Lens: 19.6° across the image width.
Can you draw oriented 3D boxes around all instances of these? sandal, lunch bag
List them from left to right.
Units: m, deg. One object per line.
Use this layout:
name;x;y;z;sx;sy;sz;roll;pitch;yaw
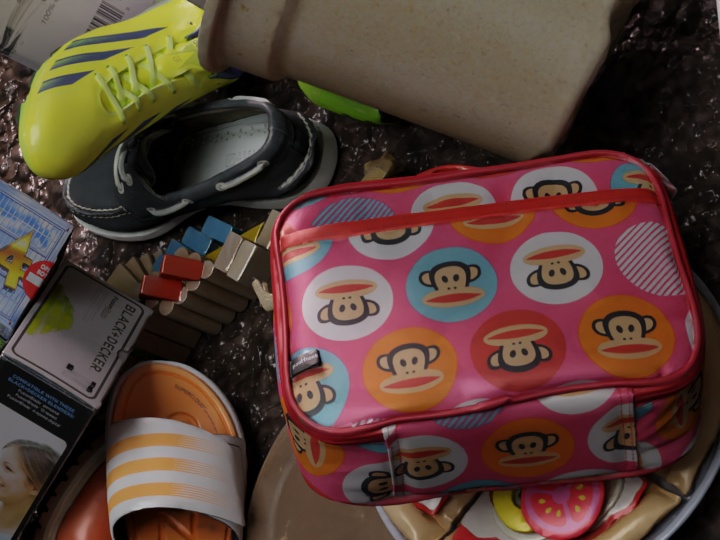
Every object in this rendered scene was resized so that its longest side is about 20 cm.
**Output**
sandal;-0.096;0.144;1.120;0.079;0.059;0.208;-1;71;-8
lunch bag;0.058;0.016;0.990;0.199;0.082;0.177;-8;49;1

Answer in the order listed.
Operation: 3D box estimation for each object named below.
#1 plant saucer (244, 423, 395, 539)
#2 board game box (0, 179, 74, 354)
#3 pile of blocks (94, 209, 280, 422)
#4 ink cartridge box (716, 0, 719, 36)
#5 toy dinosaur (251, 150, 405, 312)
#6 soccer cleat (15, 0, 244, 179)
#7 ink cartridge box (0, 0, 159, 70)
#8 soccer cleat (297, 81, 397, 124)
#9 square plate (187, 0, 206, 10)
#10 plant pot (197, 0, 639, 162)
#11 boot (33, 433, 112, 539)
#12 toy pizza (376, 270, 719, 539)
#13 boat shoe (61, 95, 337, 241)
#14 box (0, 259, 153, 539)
plant saucer;0.013;0.135;1.095;0.199;0.029;0.201;-14;65;33
board game box;-0.231;0.040;1.177;0.201;0.061;0.200;-62;5;-32
pile of blocks;-0.119;0.010;1.217;0.200;0.062;0.082;-34;57;23
ink cartridge box;0.248;-0.096;0.964;0.144;0.084;0.201;-16;65;33
toy dinosaur;0.000;0.000;1.089;0.101;0.058;0.200;-37;34;15
soccer cleat;-0.117;-0.116;1.198;0.083;0.065;0.200;1;30;39
ink cartridge box;-0.189;-0.199;1.245;0.084;0.200;0.145;29;91;40
soccer cleat;0.033;-0.176;1.176;0.081;0.067;0.201;29;94;24
square plate;-0.050;-0.235;1.165;0.028;0.200;0.199;29;91;45
plant pot;0.045;-0.150;1.054;0.183;0.200;0.201;28;92;5
boot;-0.136;0.190;1.168;0.107;0.075;0.201;16;84;27
toy pizza;0.088;0.064;1.034;0.199;0.032;0.201;-13;58;22
boat shoe;-0.109;-0.066;1.237;0.199;0.060;0.076;-13;66;33
box;-0.199;0.104;1.174;0.200;0.060;0.117;-56;6;29
